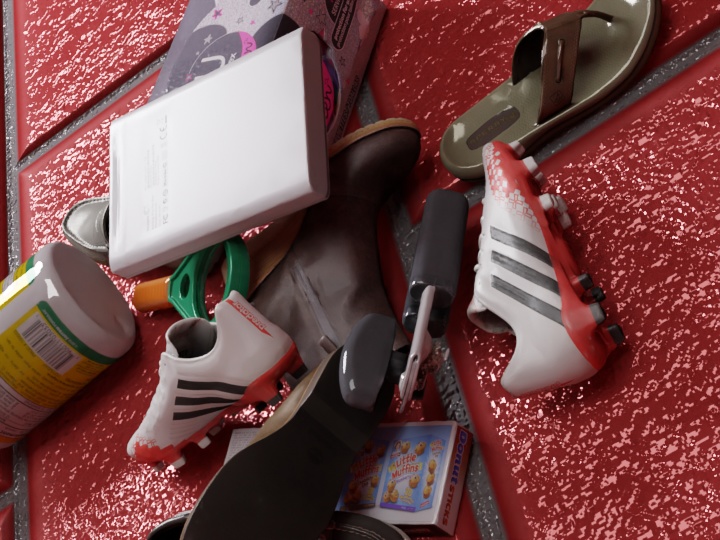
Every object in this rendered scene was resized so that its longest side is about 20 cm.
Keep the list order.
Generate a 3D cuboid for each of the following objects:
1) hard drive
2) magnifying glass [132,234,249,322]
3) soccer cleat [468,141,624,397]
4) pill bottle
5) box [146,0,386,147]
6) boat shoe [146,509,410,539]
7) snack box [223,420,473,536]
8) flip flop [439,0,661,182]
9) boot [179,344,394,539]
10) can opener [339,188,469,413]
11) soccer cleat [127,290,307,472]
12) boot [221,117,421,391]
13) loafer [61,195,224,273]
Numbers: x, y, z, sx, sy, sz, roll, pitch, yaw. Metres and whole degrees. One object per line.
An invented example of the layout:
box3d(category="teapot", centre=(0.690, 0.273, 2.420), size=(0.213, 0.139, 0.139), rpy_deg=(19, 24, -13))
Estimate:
box3d(category="hard drive", centre=(-0.110, -0.085, 1.060), size=(0.199, 0.026, 0.133), rpy_deg=(-19, 63, 33))
box3d(category="magnifying glass", centre=(-0.136, 0.014, 1.119), size=(0.199, 0.022, 0.080), rpy_deg=(-10, 74, 59))
box3d(category="soccer cleat", centre=(0.102, -0.005, 0.935), size=(0.085, 0.069, 0.201), rpy_deg=(-30, 49, 14))
box3d(category="pill bottle", centre=(-0.295, 0.078, 1.191), size=(0.200, 0.113, 0.113), rpy_deg=(-39, 42, 12))
box3d(category="box", centre=(-0.081, -0.167, 1.184), size=(0.131, 0.115, 0.201), rpy_deg=(-4, 59, 39))
box3d(category="boat shoe", centre=(-0.057, 0.189, 0.929), size=(0.199, 0.057, 0.068), rpy_deg=(-3, 83, 38))
box3d(category="snack box", centre=(-0.017, 0.142, 0.970), size=(0.199, 0.024, 0.072), rpy_deg=(-7, 57, 38))
box3d(category="flip flop", centre=(0.132, -0.144, 1.027), size=(0.199, 0.058, 0.081), rpy_deg=(-37, 43, 13))
box3d(category="boot", centre=(-0.053, 0.133, 0.915), size=(0.200, 0.074, 0.075), rpy_deg=(-49, 10, -36))
box3d(category="can opener", centre=(0.036, 0.014, 0.949), size=(0.066, 0.053, 0.201), rpy_deg=(17, 40, 3))
box3d(category="soccer cleat", centre=(-0.120, 0.080, 1.027), size=(0.200, 0.085, 0.069), rpy_deg=(-33, 9, 45))
box3d(category="boot", centre=(0.000, 0.000, 1.046), size=(0.200, 0.072, 0.167), rpy_deg=(-42, 54, 7))
box3d(category="loafer", centre=(-0.197, -0.041, 1.225), size=(0.199, 0.070, 0.070), rpy_deg=(5, 64, 43))
